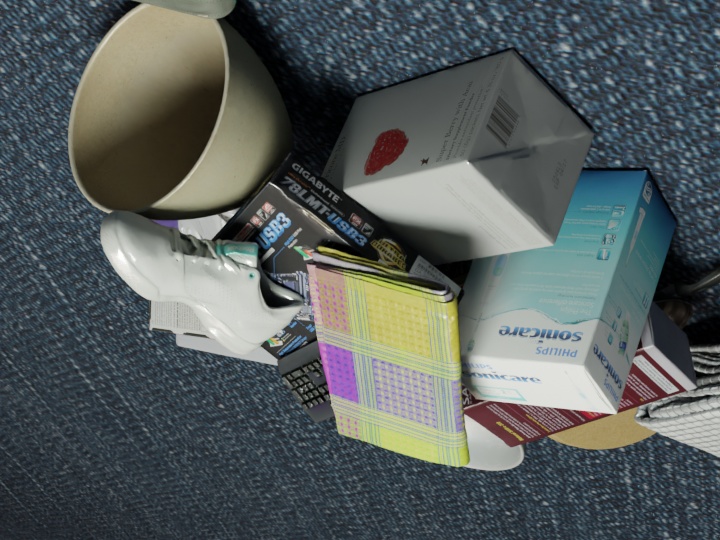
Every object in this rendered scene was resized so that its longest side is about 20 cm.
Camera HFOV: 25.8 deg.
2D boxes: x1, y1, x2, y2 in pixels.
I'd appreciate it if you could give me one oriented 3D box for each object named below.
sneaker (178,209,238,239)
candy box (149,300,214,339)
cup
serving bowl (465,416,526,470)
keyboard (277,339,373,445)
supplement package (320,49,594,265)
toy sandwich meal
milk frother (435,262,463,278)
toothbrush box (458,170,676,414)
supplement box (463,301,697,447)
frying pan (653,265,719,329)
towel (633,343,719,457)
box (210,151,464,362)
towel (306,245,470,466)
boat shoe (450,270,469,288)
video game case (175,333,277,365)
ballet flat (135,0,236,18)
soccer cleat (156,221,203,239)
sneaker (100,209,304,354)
[{"bbox_3d":[-0.125,-0.025,1.631,0.115,0.075,0.201,-5,104,59],"label":"sneaker"},{"bbox_3d":[-0.115,0.037,1.729,0.199,0.061,0.136,7,-167,23],"label":"candy box"},{"bbox_3d":[-0.145,-0.128,1.415,0.199,0.202,0.143,0,166,39],"label":"cup"},{"bbox_3d":[0.111,0.164,1.876,0.199,0.066,0.200,19,154,10],"label":"serving bowl"},{"bbox_3d":[0.015,0.103,1.406,0.127,0.021,0.200,48,139,-13],"label":"keyboard"},{"bbox_3d":[0.077,-0.089,1.355,0.120,0.122,0.199,39,149,-30],"label":"supplement package"},{"bbox_3d":[0.250,0.106,1.626,0.204,0.070,0.206,-5,132,-6],"label":"toy sandwich meal"},{"bbox_3d":[0.000,0.000,1.579,0.200,0.180,0.189,45,165,29],"label":"milk frother"},{"bbox_3d":[0.175,0.015,1.383,0.146,0.201,0.085,2,147,35],"label":"toothbrush box"},{"bbox_3d":[0.198,0.095,1.462,0.199,0.061,0.109,-21,145,24],"label":"supplement box"},{"bbox_3d":[0.272,0.033,1.470,0.114,0.031,0.190,-7,150,-23],"label":"frying pan"},{"bbox_3d":[0.389,0.124,1.522,0.165,0.086,0.200,24,156,-25],"label":"towel"},{"bbox_3d":[-0.039,0.015,1.407,0.198,0.050,0.200,39,139,-6],"label":"box"},{"bbox_3d":[0.028,0.077,1.345,0.143,0.023,0.201,14,130,29],"label":"towel"},{"bbox_3d":[0.142,0.039,1.489,0.199,0.072,0.072,-13,149,-12],"label":"boat shoe"},{"bbox_3d":[-0.075,0.072,1.765,0.199,0.022,0.182,8,-167,33],"label":"video game case"},{"bbox_3d":[-0.197,-0.252,1.334,0.199,0.068,0.064,16,161,15],"label":"ballet flat"},{"bbox_3d":[-0.213,-0.029,1.760,0.067,0.077,0.199,36,151,-25],"label":"soccer cleat"},{"bbox_3d":[-0.131,-0.005,1.347,0.088,0.076,0.200,-30,135,27],"label":"sneaker"}]
